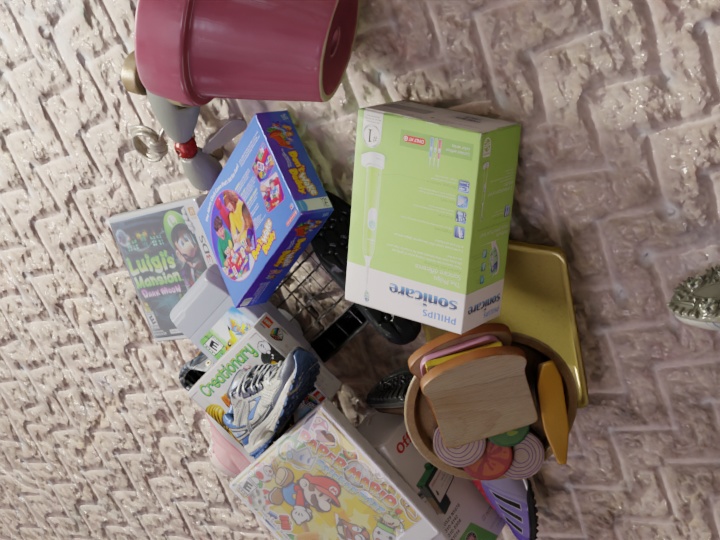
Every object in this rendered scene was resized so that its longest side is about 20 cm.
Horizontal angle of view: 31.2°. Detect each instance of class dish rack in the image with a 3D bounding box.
[{"bbox_3d":[-0.073,0.002,1.546,0.200,0.055,0.153,46,140,0],"label":"dish rack"}]

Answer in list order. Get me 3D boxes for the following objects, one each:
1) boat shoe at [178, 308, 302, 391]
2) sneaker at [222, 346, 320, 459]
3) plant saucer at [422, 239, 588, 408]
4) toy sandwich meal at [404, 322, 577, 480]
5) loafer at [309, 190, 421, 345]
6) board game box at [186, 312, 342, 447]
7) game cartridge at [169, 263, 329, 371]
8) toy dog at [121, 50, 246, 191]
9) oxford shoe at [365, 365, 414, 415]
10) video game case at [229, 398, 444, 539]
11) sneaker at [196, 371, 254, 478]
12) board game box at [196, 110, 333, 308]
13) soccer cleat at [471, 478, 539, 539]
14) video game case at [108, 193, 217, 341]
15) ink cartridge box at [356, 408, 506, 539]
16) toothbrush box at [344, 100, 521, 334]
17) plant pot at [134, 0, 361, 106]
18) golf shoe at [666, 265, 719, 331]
[{"bbox_3d":[-0.157,0.114,1.688,0.199,0.091,0.071,-23,107,49],"label":"boat shoe"},{"bbox_3d":[-0.115,0.145,1.497,0.085,0.077,0.201,38,136,6],"label":"sneaker"},{"bbox_3d":[0.153,0.038,1.380,0.198,0.048,0.202,11,131,35],"label":"plant saucer"},{"bbox_3d":[0.136,0.146,1.331,0.202,0.070,0.208,-1,118,-2],"label":"toy sandwich meal"},{"bbox_3d":[0.000,0.000,1.451,0.201,0.068,0.070,55,177,18],"label":"loafer"},{"bbox_3d":[-0.121,0.145,1.581,0.126,0.035,0.200,43,137,-3],"label":"board game box"},{"bbox_3d":[-0.137,0.088,1.596,0.200,0.041,0.133,43,134,-3],"label":"game cartridge"},{"bbox_3d":[-0.195,-0.191,1.478,0.131,0.097,0.201,32,154,12],"label":"toy dog"},{"bbox_3d":[0.088,0.152,1.443,0.198,0.073,0.085,-5,122,44],"label":"oxford shoe"},{"bbox_3d":[-0.030,0.272,1.492,0.200,0.023,0.182,47,120,-1],"label":"video game case"},{"bbox_3d":[-0.194,0.221,1.826,0.104,0.076,0.201,-15,117,42],"label":"sneaker"},{"bbox_3d":[-0.114,-0.067,1.474,0.200,0.044,0.136,-50,58,48],"label":"board game box"},{"bbox_3d":[0.160,0.240,1.516,0.072,0.068,0.202,-18,115,0],"label":"soccer cleat"},{"bbox_3d":[-0.238,0.001,1.689,0.199,0.023,0.184,-8,106,46],"label":"video game case"},{"bbox_3d":[0.085,0.248,1.545,0.084,0.146,0.201,-20,110,44],"label":"ink cartridge box"},{"bbox_3d":[0.070,-0.057,1.289,0.144,0.086,0.203,15,109,32],"label":"toothbrush box"},{"bbox_3d":[-0.100,-0.249,1.259,0.177,0.201,0.202,15,135,9],"label":"plant pot"},{"bbox_3d":[0.377,0.049,1.172,0.198,0.078,0.098,2,131,42],"label":"golf shoe"}]
